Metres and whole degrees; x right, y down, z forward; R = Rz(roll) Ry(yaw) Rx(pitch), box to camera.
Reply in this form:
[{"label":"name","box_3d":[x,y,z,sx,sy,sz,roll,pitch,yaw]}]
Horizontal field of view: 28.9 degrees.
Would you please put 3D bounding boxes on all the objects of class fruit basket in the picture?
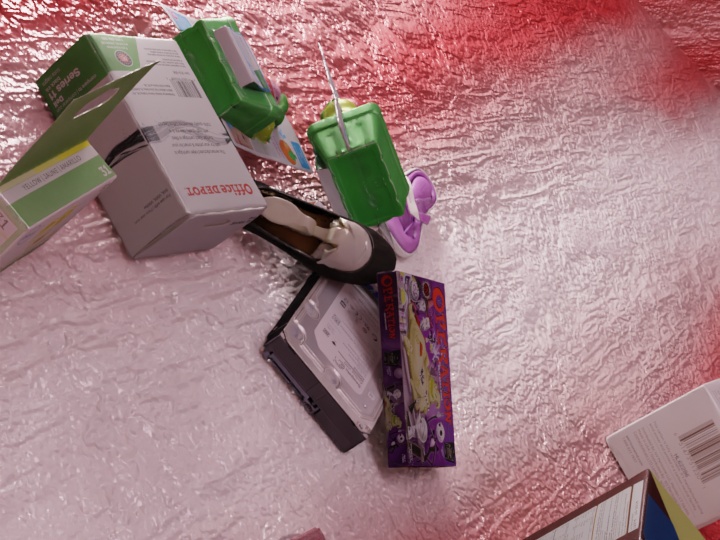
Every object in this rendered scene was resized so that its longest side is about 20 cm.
[{"label":"fruit basket","box_3d":[-0.013,-0.144,1.636,0.200,0.093,0.186,-114,-179,-53]},{"label":"fruit basket","box_3d":[-0.127,-0.201,1.534,0.200,0.093,0.186,5,55,-62]}]

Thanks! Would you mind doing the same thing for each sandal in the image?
[{"label":"sandal","box_3d":[0.067,-0.087,1.776,0.083,0.050,0.203,48,27,-14]}]

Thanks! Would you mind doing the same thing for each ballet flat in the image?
[{"label":"ballet flat","box_3d":[-0.049,-0.036,1.445,0.199,0.069,0.068,22,-7,-12]}]

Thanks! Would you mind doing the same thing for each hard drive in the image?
[{"label":"hard drive","box_3d":[-0.021,0.082,1.449,0.140,0.038,0.200,51,27,-9]}]

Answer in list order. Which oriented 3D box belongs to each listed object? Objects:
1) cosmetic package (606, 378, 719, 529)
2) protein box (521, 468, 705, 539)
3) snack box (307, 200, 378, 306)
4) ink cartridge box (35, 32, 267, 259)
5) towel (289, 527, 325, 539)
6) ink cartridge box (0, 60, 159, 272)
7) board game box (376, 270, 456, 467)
[{"label":"cosmetic package","box_3d":[0.479,0.259,1.945,0.199,0.166,0.168,-1,60,-59]},{"label":"protein box","box_3d":[0.269,0.355,1.437,0.199,0.199,0.135,51,26,-9]},{"label":"snack box","box_3d":[0.000,0.000,1.544,0.200,0.024,0.072,46,-17,-19]},{"label":"ink cartridge box","box_3d":[-0.196,-0.118,1.328,0.201,0.083,0.146,60,26,11]},{"label":"towel","box_3d":[-0.028,0.324,1.176,0.201,0.023,0.144,62,26,10]},{"label":"ink cartridge box","box_3d":[-0.234,-0.070,1.075,0.048,0.200,0.146,50,26,-5]},{"label":"board game box","box_3d":[0.060,0.107,1.473,0.120,0.032,0.202,16,68,-65]}]
